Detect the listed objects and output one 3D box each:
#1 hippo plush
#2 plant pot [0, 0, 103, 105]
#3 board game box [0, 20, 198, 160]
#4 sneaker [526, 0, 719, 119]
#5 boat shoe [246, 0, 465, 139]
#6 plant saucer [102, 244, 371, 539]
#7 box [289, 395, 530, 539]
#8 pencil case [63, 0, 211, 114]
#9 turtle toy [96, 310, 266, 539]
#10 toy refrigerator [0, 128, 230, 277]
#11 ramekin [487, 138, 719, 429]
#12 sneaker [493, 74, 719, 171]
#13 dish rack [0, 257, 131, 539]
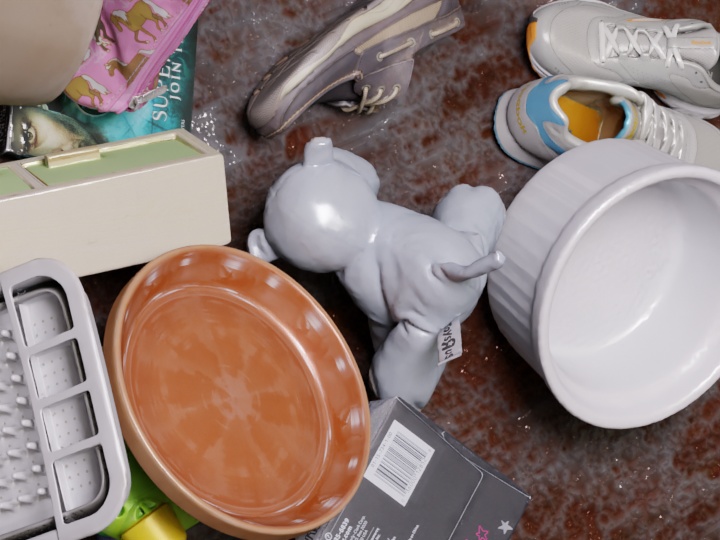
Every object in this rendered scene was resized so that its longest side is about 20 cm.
[{"bbox_3d":[0.000,0.000,1.582,0.160,0.200,0.160,25,107,-2],"label":"hippo plush"},{"bbox_3d":[-0.260,-0.183,1.440,0.172,0.199,0.202,18,75,-28],"label":"plant pot"},{"bbox_3d":[-0.176,-0.168,1.572,0.134,0.028,0.202,7,80,-27],"label":"board game box"},{"bbox_3d":[0.222,-0.169,1.743,0.198,0.092,0.076,8,79,-26],"label":"sneaker"},{"bbox_3d":[0.005,-0.150,1.639,0.200,0.074,0.074,-41,102,-24],"label":"boat shoe"},{"bbox_3d":[-0.080,0.079,1.477,0.199,0.032,0.202,22,52,-31],"label":"plant saucer"},{"bbox_3d":[-0.001,0.205,1.566,0.132,0.115,0.201,37,67,-17],"label":"box"},{"bbox_3d":[-0.127,-0.185,1.471,0.086,0.200,0.083,35,43,-7],"label":"pencil case"},{"bbox_3d":[-0.164,0.127,1.495,0.199,0.101,0.146,-34,88,-30],"label":"turtle toy"},{"bbox_3d":[-0.191,-0.040,1.500,0.198,0.076,0.071,-13,112,-22],"label":"toy refrigerator"},{"bbox_3d":[0.188,0.003,1.661,0.199,0.098,0.202,-14,120,-25],"label":"ramekin"},{"bbox_3d":[0.202,-0.097,1.730,0.198,0.081,0.077,9,77,-27],"label":"sneaker"},{"bbox_3d":[-0.232,0.100,1.429,0.043,0.199,0.173,14,58,-65],"label":"dish rack"}]
